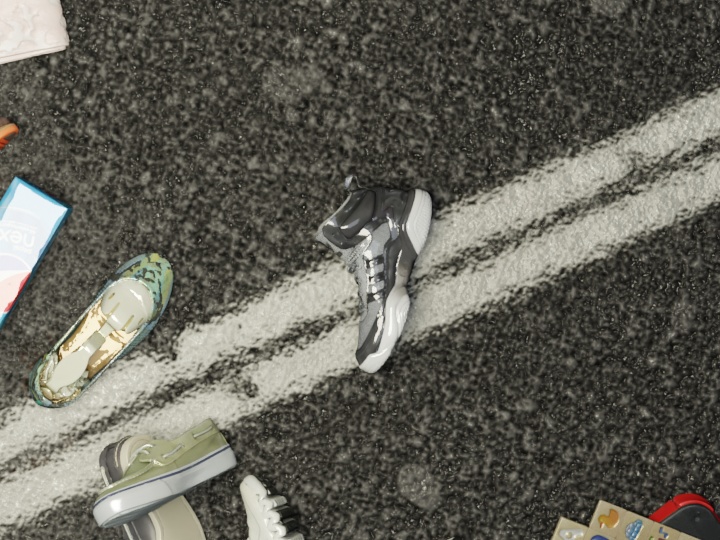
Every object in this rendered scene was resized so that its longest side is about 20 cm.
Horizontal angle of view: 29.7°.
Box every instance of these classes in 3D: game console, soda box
[{"bbox_3d":[0.365,0.373,1.537,0.176,0.031,0.201,-36,97,1],"label":"game console"},{"bbox_3d":[-0.372,0.006,1.383,0.064,0.068,0.201,30,89,-9],"label":"soda box"}]

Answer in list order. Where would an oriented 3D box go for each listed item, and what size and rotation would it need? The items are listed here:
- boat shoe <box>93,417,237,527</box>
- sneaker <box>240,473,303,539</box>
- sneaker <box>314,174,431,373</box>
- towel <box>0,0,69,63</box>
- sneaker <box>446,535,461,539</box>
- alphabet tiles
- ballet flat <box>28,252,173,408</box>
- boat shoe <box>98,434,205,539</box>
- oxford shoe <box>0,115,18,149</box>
[{"bbox_3d":[-0.205,0.204,1.378,0.072,0.199,0.063,-34,81,30],"label":"boat shoe"},{"bbox_3d":[-0.092,0.313,1.419,0.080,0.075,0.202,-24,75,8],"label":"sneaker"},{"bbox_3d":[0.000,0.000,1.437,0.112,0.075,0.203,16,85,-8],"label":"sneaker"},{"bbox_3d":[-0.411,-0.305,1.379,0.189,0.032,0.203,-14,96,-8],"label":"towel"},{"bbox_3d":[0.145,0.376,1.479,0.080,0.071,0.200,-45,97,1],"label":"sneaker"},{"bbox_3d":[0.294,0.355,1.512,0.198,0.006,0.168,22,95,-6],"label":"alphabet tiles"},{"bbox_3d":[-0.265,0.067,1.403,0.074,0.074,0.201,39,87,-9],"label":"ballet flat"},{"bbox_3d":[-0.219,0.269,1.438,0.062,0.073,0.202,-11,104,35],"label":"boat shoe"},{"bbox_3d":[-0.445,-0.124,1.366,0.198,0.071,0.073,-21,91,-6],"label":"oxford shoe"}]
